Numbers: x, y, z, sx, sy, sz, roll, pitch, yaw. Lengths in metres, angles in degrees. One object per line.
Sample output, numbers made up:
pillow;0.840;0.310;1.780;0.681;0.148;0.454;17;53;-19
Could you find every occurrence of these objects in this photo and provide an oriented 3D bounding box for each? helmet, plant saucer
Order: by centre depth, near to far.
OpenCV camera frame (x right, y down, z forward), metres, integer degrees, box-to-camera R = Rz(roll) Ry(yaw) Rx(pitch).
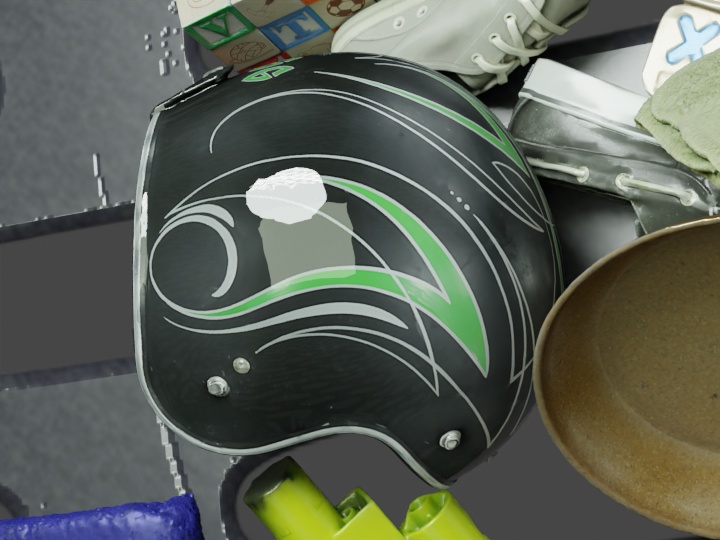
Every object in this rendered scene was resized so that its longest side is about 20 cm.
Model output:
plant saucer;0.176;0.042;0.841;0.199;0.201;0.036;-7;39;20
helmet;0.000;0.000;0.891;0.189;0.200;0.201;0;82;5

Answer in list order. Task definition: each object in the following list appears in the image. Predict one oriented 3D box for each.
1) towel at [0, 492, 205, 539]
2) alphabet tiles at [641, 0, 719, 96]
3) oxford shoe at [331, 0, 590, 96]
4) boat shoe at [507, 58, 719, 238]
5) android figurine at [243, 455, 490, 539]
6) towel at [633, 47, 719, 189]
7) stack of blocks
towel;-0.118;0.204;0.857;0.147;0.050;0.201;-9;91;22
alphabet tiles;0.218;-0.160;0.919;0.199;0.015;0.197;21;91;23
oxford shoe;0.073;-0.125;0.933;0.199;0.075;0.058;-26;62;28
boat shoe;0.156;-0.037;0.901;0.199;0.071;0.064;24;91;31
android figurine;-0.004;0.189;0.896;0.182;0.041;0.200;-39;103;-6
towel;0.222;-0.090;0.809;0.199;0.148;0.037;-27;115;-5
stack of blocks;0.005;-0.170;0.946;0.199;0.115;0.059;-22;64;18
